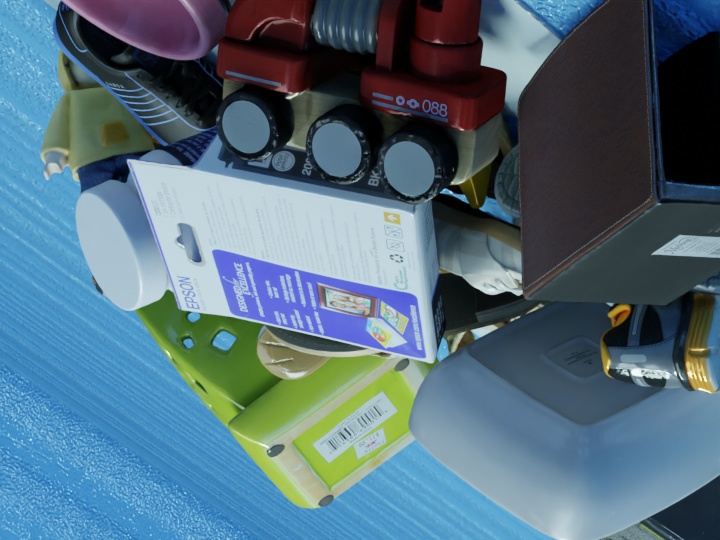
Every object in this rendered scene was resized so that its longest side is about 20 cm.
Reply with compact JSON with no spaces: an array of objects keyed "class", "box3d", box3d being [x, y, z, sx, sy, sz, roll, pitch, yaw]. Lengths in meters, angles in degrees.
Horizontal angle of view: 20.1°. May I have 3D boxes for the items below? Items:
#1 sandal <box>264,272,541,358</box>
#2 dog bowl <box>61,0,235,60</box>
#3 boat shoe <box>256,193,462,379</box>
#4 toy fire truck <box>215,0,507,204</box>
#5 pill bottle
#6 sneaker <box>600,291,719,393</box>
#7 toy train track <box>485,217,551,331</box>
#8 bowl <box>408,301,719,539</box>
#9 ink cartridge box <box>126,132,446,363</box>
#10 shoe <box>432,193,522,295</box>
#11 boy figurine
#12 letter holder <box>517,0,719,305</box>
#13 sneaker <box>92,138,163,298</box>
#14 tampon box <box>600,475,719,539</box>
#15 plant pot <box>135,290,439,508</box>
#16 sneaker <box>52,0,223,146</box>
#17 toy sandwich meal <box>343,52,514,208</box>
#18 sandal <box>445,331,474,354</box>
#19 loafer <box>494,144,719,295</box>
[{"class":"sandal","box3d":[0.037,0.040,1.504,0.210,0.078,0.070,-11,142,5]},{"class":"dog bowl","box3d":[-0.155,-0.220,1.370,0.199,0.074,0.200,29,164,9]},{"class":"boat shoe","box3d":[0.000,0.000,1.559,0.071,0.200,0.069,50,-167,-21]},{"class":"toy fire truck","box3d":[-0.002,-0.156,1.237,0.175,0.129,0.201,16,115,22]},{"class":"pill bottle","box3d":[-0.105,-0.048,1.523,0.116,0.199,0.116,39,141,42]},{"class":"sneaker","box3d":[0.204,0.035,1.369,0.077,0.079,0.200,-4,-174,10]},{"class":"toy train track","box3d":[0.114,0.002,1.537,0.114,0.033,0.200,29,150,11]},{"class":"bowl","box3d":[0.157,0.091,1.453,0.199,0.199,0.075,34,134,41]},{"class":"ink cartridge box","box3d":[-0.045,-0.019,1.391,0.199,0.044,0.199,11,150,13]},{"class":"shoe","box3d":[0.093,-0.009,1.400,0.070,0.054,0.200,16,-174,-33]},{"class":"boy figurine","box3d":[-0.200,-0.113,1.649,0.123,0.201,0.065,-10,155,-6]},{"class":"letter holder","box3d":[0.172,-0.075,1.192,0.100,0.143,0.200,2,163,-17]},{"class":"sneaker","box3d":[-0.201,-0.066,1.704,0.112,0.200,0.078,36,132,-6]},{"class":"tampon box","box3d":[0.226,0.143,1.624,0.126,0.150,0.200,35,163,-20]},{"class":"plant pot","box3d":[-0.044,0.070,1.696,0.182,0.199,0.199,54,178,33]},{"class":"sneaker","box3d":[-0.154,-0.148,1.588,0.199,0.070,0.078,34,168,-10]},{"class":"toy sandwich meal","box3d":[0.016,-0.100,1.422,0.204,0.070,0.205,28,164,9]},{"class":"sandal","box3d":[0.100,0.051,1.694,0.077,0.070,0.211,37,163,-21]},{"class":"loafer","box3d":[0.186,-0.035,1.336,0.199,0.076,0.070,24,179,29]}]
